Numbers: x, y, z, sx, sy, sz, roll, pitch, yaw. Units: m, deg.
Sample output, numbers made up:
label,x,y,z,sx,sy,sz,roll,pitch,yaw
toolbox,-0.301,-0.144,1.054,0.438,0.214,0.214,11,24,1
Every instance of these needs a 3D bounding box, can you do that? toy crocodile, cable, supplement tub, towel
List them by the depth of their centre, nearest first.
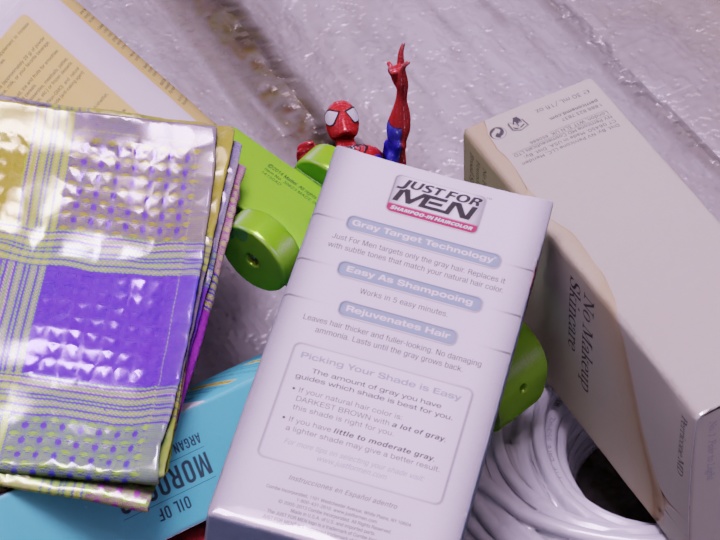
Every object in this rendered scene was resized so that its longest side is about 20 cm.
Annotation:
label,x,y,z,sx,sy,sz,roll,pitch,yaw
towel,-0.135,0.006,1.161,0.143,0.023,0.201,10,53,2
toy crocodile,0.000,0.000,1.224,0.200,0.062,0.068,31,56,16
cable,0.133,0.093,1.240,0.199,0.069,0.200,-23,49,-18
supplement tub,-0.163,-0.058,1.301,0.200,0.145,0.146,41,53,-7

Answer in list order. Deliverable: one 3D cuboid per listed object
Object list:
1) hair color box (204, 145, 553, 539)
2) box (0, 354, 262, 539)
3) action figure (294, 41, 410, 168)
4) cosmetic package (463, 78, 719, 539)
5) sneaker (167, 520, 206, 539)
label,x,y,z,sx,sy,sz,roll,pitch,yaw
hair color box,0.009,0.049,1.108,0.099,0.061,0.201,15,52,5
box,-0.098,0.092,1.184,0.199,0.049,0.082,-24,5,-32
action figure,0.003,-0.034,1.357,0.065,0.099,0.200,-8,43,-5
cosmetic package,0.124,0.019,1.192,0.073,0.104,0.200,-22,47,-16
sneaker,-0.091,0.157,1.142,0.112,0.071,0.200,-24,6,15
